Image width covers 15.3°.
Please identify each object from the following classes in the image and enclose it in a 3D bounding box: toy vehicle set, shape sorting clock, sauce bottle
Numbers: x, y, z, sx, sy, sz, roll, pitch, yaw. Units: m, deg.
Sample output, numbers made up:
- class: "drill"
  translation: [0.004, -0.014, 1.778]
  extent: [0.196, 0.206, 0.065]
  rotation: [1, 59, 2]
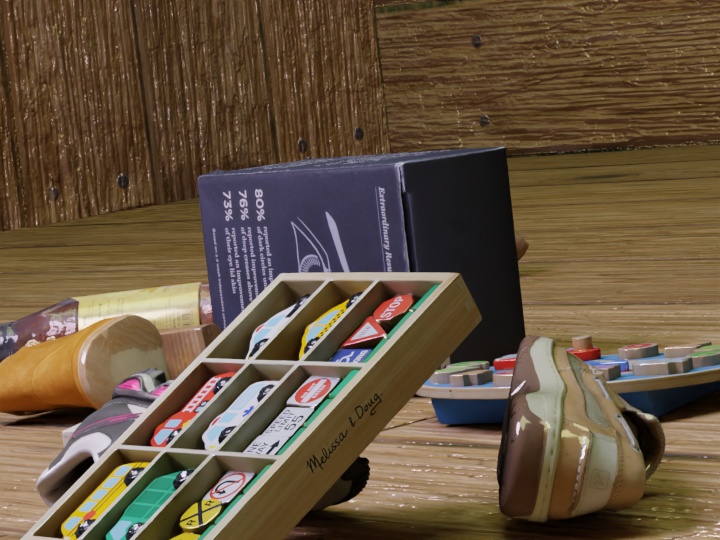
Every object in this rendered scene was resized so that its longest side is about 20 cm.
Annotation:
- class: "toy vehicle set"
  translation: [-0.048, 0.071, 1.200]
  extent: [0.124, 0.027, 0.200]
  rotation: [-1, 36, 46]
- class: "shape sorting clock"
  translation: [0.130, 0.057, 1.545]
  extent: [0.199, 0.039, 0.200]
  rotation: [-7, 6, 1]
- class: "sauce bottle"
  translation: [-0.190, 0.048, 1.918]
  extent: [0.199, 0.066, 0.066]
  rotation: [-5, 5, 3]

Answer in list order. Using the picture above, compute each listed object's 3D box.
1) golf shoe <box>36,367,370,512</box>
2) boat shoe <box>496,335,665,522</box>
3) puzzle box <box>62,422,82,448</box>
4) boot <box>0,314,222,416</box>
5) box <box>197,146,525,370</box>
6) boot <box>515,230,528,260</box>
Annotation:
- class: "golf shoe"
  translation: [-0.075, 0.097, 1.305]
  extent: [0.088, 0.078, 0.200]
  rotation: [-34, 18, -35]
- class: "boat shoe"
  translation: [0.104, 0.081, 1.253]
  extent: [0.076, 0.072, 0.200]
  rotation: [8, 13, 2]
- class: "puzzle box"
  translation: [-0.075, 0.085, 1.581]
  extent: [0.132, 0.026, 0.200]
  rotation: [-5, 5, 20]
- class: "boot"
  translation: [-0.184, 0.071, 1.716]
  extent: [0.143, 0.071, 0.201]
  rotation: [-11, 0, 20]
- class: "box"
  translation: [0.000, 0.000, 1.751]
  extent: [0.199, 0.149, 0.104]
  rotation: [0, 8, 45]
- class: "boot"
  translation: [0.064, -0.013, 2.266]
  extent: [0.199, 0.067, 0.175]
  rotation: [-9, 6, -39]
